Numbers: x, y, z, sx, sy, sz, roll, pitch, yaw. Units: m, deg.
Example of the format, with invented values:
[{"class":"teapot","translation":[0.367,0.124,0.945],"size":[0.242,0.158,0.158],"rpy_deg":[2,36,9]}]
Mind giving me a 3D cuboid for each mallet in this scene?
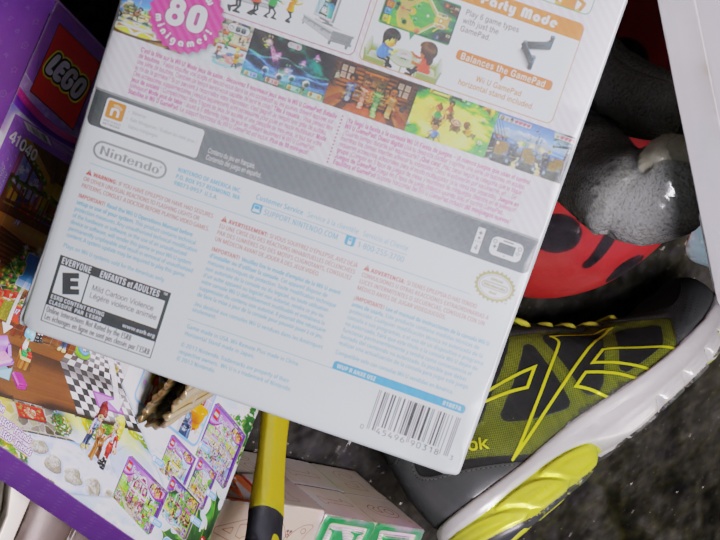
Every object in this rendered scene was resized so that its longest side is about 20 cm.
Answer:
[{"class":"mallet","translation":[-0.030,0.094,0.885],"size":[0.041,0.201,0.066],"rpy_deg":[-22,144,32]}]

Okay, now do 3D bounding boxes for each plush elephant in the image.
[{"class":"plush elephant","translation":[0.041,-0.111,0.812],"size":[0.164,0.200,0.155],"rpy_deg":[3,112,-5]}]

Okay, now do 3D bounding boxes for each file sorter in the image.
[{"class":"file sorter","translation":[0.194,-0.076,0.802],"size":[0.200,0.124,0.139],"rpy_deg":[-13,91,-68]}]

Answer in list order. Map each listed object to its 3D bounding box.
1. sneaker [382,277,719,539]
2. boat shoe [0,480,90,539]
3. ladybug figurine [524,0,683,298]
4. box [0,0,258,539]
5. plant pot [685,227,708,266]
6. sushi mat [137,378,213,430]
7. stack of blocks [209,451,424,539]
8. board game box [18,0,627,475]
[{"class":"sneaker","translation":[0.089,0.047,0.997],"size":[0.200,0.085,0.074],"rpy_deg":[-38,173,-37]},{"class":"boat shoe","translation":[-0.141,0.119,0.877],"size":[0.059,0.072,0.201],"rpy_deg":[18,96,-36]},{"class":"ladybug figurine","translation":[0.111,-0.069,0.955],"size":[0.136,0.072,0.200],"rpy_deg":[21,100,-40]},{"class":"box","translation":[-0.096,0.012,0.797],"size":[0.200,0.039,0.137],"rpy_deg":[47,59,-52]},{"class":"plant pot","translation":[0.295,-0.059,0.965],"size":[0.196,0.200,0.196],"rpy_deg":[-4,117,-59]},{"class":"sushi mat","translation":[0.000,0.000,0.847],"size":[0.200,0.012,0.096],"rpy_deg":[-26,159,-54]},{"class":"stack of blocks","translation":[-0.020,0.149,0.982],"size":[0.200,0.059,0.115],"rpy_deg":[15,103,-39]},{"class":"board game box","translation":[-0.006,-0.057,0.695],"size":[0.147,0.064,0.201],"rpy_deg":[19,103,-1]}]
